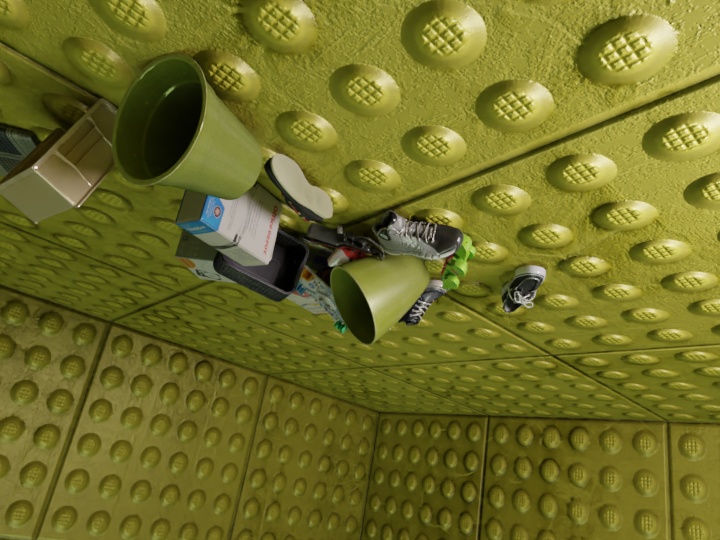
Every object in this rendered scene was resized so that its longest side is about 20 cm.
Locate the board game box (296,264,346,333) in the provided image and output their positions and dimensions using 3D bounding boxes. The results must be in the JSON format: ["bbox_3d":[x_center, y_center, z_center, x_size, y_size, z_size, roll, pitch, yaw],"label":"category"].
[{"bbox_3d":[-0.093,0.083,1.384,0.199,0.026,0.200,43,161,-1],"label":"board game box"}]

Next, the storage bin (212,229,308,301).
[{"bbox_3d":[-0.238,-0.030,1.271,0.196,0.139,0.093,27,156,-18],"label":"storage bin"}]

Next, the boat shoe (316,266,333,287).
[{"bbox_3d":[-0.022,0.019,1.388,0.193,0.073,0.070,7,180,-25],"label":"boat shoe"}]

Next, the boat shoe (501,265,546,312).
[{"bbox_3d":[0.383,0.050,1.265,0.071,0.070,0.200,13,158,-6],"label":"boat shoe"}]

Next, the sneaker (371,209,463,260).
[{"bbox_3d":[0.107,-0.078,1.093,0.194,0.077,0.115,-1,153,32],"label":"sneaker"}]

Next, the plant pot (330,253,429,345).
[{"bbox_3d":[0.058,0.038,1.223,0.196,0.191,0.187,-26,172,-24],"label":"plant pot"}]

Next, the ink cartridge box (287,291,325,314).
[{"bbox_3d":[-0.133,0.076,1.594,0.114,0.070,0.198,-8,151,40],"label":"ink cartridge box"}]

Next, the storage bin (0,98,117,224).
[{"bbox_3d":[-0.534,-0.200,0.969,0.195,0.202,0.094,-8,135,39],"label":"storage bin"}]

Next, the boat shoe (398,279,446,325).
[{"bbox_3d":[0.169,0.094,1.448,0.073,0.096,0.199,18,158,-19],"label":"boat shoe"}]

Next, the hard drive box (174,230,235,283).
[{"bbox_3d":[-0.379,-0.032,1.451,0.193,0.079,0.157,6,158,14],"label":"hard drive box"}]

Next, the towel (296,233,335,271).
[{"bbox_3d":[-0.114,-0.035,1.380,0.139,0.024,0.200,17,157,-15],"label":"towel"}]

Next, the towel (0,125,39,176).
[{"bbox_3d":[-0.774,-0.262,1.170,0.185,0.036,0.201,10,156,-4],"label":"towel"}]

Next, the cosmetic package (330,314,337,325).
[{"bbox_3d":[0.016,0.096,1.468,0.195,0.108,0.087,-4,123,39],"label":"cosmetic package"}]

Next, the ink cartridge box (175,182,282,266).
[{"bbox_3d":[-0.262,-0.117,1.086,0.082,0.151,0.199,-4,153,31],"label":"ink cartridge box"}]

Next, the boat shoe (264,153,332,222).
[{"bbox_3d":[-0.127,-0.153,1.029,0.061,0.076,0.201,-9,156,25],"label":"boat shoe"}]

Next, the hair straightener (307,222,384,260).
[{"bbox_3d":[-0.035,-0.065,1.184,0.195,0.042,0.077,22,168,20],"label":"hair straightener"}]

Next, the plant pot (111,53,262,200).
[{"bbox_3d":[-0.260,-0.203,0.859,0.194,0.208,0.189,0,167,27],"label":"plant pot"}]

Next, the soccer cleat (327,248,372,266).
[{"bbox_3d":[0.000,0.000,1.313,0.084,0.070,0.199,-37,132,19],"label":"soccer cleat"}]

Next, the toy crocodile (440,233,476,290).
[{"bbox_3d":[0.214,-0.014,1.204,0.060,0.069,0.201,28,158,9],"label":"toy crocodile"}]
